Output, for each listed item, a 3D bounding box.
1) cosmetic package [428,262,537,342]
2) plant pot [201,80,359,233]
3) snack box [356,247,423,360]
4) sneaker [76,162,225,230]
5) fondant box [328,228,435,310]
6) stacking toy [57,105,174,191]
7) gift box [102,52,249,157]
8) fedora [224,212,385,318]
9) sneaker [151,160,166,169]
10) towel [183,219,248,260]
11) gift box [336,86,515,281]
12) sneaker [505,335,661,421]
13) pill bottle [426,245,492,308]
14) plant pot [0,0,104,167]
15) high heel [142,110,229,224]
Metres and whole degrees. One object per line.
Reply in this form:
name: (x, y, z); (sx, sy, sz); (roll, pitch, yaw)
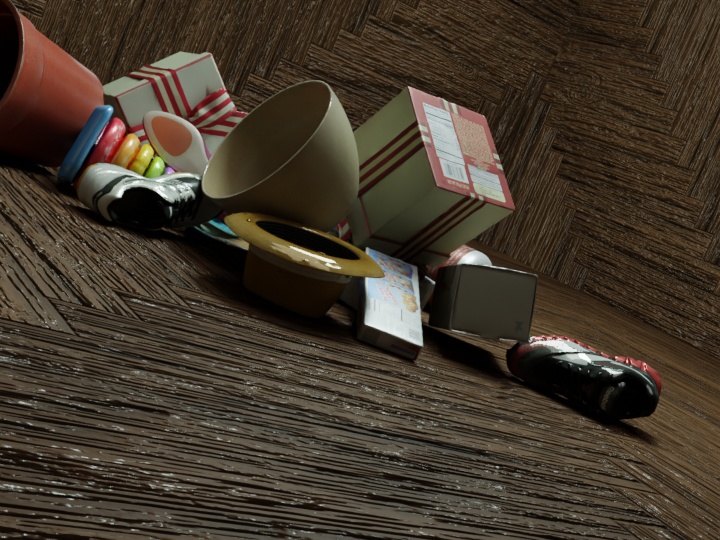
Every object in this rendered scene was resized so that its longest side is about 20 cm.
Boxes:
cosmetic package: (0.154, 0.041, 1.379); (0.103, 0.087, 0.200); (10, -1, -5)
plant pot: (-0.078, -0.119, 1.328); (0.134, 0.200, 0.200); (48, -7, -30)
snack box: (0.034, 0.035, 1.253); (0.072, 0.024, 0.200); (21, 25, -9)
sneaker: (-0.242, -0.075, 1.298); (0.200, 0.076, 0.088); (1, 26, -40)
fondant box: (0.000, 0.000, 1.452); (0.144, 0.058, 0.200); (34, 10, 24)
stacking toy: (-0.281, -0.115, 1.384); (0.200, 0.110, 0.116); (31, -11, -15)
gift box: (-0.278, -0.222, 1.646); (0.187, 0.184, 0.200); (26, -34, 62)
fedora: (-0.071, 0.000, 1.189); (0.200, 0.082, 0.201); (21, 10, -4)
sneaker: (-0.273, -0.111, 1.535); (0.199, 0.071, 0.093); (4, -20, -25)
towel: (-0.157, -0.038, 1.463); (0.146, 0.022, 0.200); (22, 7, 0)
gift box: (0.071, -0.105, 1.433); (0.184, 0.187, 0.200); (17, 52, -39)
sneaker: (0.278, 0.134, 1.311); (0.200, 0.071, 0.098); (16, 16, 1)
pill bottle: (0.130, 0.008, 1.643); (0.200, 0.112, 0.112); (27, 8, 31)
plant pot: (-0.447, -0.232, 1.383); (0.200, 0.201, 0.195); (26, 0, 28)
high heel: (-0.224, -0.131, 1.454); (0.200, 0.067, 0.096); (47, -18, 3)
